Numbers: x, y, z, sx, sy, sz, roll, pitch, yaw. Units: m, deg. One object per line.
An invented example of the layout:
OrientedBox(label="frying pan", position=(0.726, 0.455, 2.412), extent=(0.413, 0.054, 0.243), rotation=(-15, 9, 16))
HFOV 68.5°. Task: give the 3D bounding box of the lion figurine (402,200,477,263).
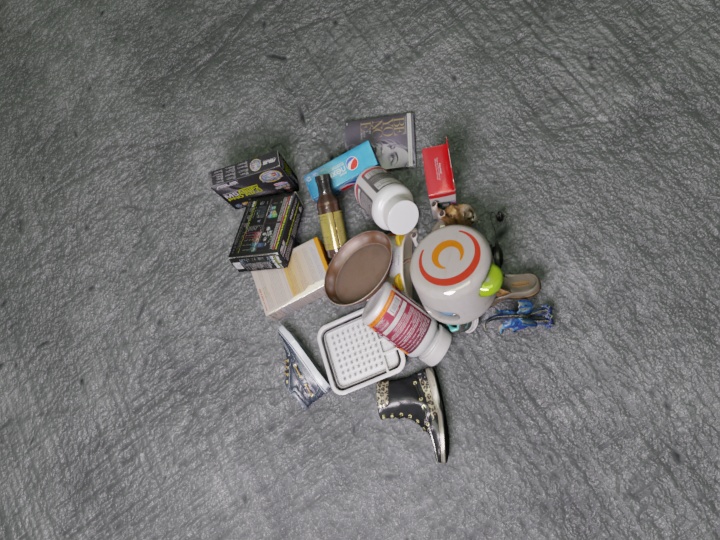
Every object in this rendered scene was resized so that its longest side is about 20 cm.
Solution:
OrientedBox(label="lion figurine", position=(0.188, -0.080, 1.248), extent=(0.202, 0.121, 0.073), rotation=(-52, 47, 9))

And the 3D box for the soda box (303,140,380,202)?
OrientedBox(label="soda box", position=(-0.046, -0.254, 1.379), extent=(0.194, 0.064, 0.070), rotation=(-26, 81, 12))

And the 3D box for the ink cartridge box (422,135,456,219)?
OrientedBox(label="ink cartridge box", position=(0.188, -0.216, 1.256), extent=(0.064, 0.200, 0.121), rotation=(-9, 74, 9))

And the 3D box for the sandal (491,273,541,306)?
OrientedBox(label="sandal", position=(0.308, 0.037, 1.190), extent=(0.192, 0.056, 0.084), rotation=(-9, 47, 12))

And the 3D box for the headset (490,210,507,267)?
OrientedBox(label="headset", position=(0.292, -0.047, 1.272), extent=(0.120, 0.094, 0.206), rotation=(27, 99, 11))

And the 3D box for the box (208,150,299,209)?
OrientedBox(label="box", position=(-0.276, -0.233, 1.390), extent=(0.192, 0.160, 0.046), rotation=(-15, 74, 8))

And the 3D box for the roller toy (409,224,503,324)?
OrientedBox(label="roller toy", position=(0.203, 0.011, 1.145), extent=(0.177, 0.141, 0.204), rotation=(-25, 49, 7))

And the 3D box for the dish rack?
OrientedBox(label="dish rack", position=(0.003, 0.191, 1.285), extent=(0.194, 0.044, 0.177), rotation=(-22, 74, 7))

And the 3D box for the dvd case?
OrientedBox(label="dvd case", position=(0.051, -0.338, 1.414), extent=(0.191, 0.016, 0.155), rotation=(-4, 76, 12))

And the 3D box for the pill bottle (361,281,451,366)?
OrientedBox(label="pill bottle", position=(0.107, 0.125, 1.208), extent=(0.197, 0.109, 0.112), rotation=(36, 85, -10))

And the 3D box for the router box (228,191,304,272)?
OrientedBox(label="router box", position=(-0.238, -0.099, 1.355), extent=(0.144, 0.063, 0.206), rotation=(-5, 53, 22))

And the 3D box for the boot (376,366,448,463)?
OrientedBox(label="boot", position=(0.120, 0.337, 1.210), extent=(0.148, 0.074, 0.212), rotation=(-13, 70, 13))

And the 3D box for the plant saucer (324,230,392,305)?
OrientedBox(label="plant saucer", position=(0.000, 0.000, 1.237), extent=(0.195, 0.034, 0.206), rotation=(-26, 43, 26))

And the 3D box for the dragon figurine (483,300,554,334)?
OrientedBox(label="dragon figurine", position=(0.355, 0.102, 1.174), extent=(0.098, 0.195, 0.061), rotation=(-26, 63, 44))

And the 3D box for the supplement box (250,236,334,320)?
OrientedBox(label="supplement box", position=(-0.166, 0.023, 1.348), extent=(0.194, 0.074, 0.130), rotation=(-26, 72, 4))

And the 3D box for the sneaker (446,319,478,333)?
OrientedBox(label="sneaker", position=(0.192, 0.063, 1.236), extent=(0.201, 0.090, 0.078), rotation=(50, 123, 20))

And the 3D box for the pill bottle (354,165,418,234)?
OrientedBox(label="pill bottle", position=(0.064, -0.167, 1.274), extent=(0.110, 0.112, 0.201), rotation=(-37, 35, 2))

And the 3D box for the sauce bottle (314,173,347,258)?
OrientedBox(label="sauce bottle", position=(-0.075, -0.139, 1.336), extent=(0.062, 0.065, 0.209), rotation=(-9, 97, 10))

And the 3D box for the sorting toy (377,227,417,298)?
OrientedBox(label="sorting toy", position=(0.045, -0.005, 1.308), extent=(0.174, 0.106, 0.209), rotation=(-7, 74, 31))

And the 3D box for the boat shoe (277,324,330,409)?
OrientedBox(label="boat shoe", position=(-0.163, 0.235, 1.297), extent=(0.090, 0.071, 0.202), rotation=(-39, 74, -3))
